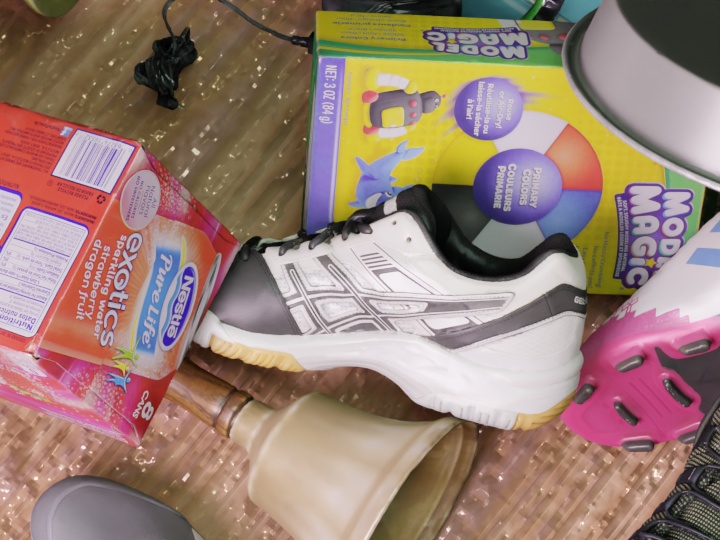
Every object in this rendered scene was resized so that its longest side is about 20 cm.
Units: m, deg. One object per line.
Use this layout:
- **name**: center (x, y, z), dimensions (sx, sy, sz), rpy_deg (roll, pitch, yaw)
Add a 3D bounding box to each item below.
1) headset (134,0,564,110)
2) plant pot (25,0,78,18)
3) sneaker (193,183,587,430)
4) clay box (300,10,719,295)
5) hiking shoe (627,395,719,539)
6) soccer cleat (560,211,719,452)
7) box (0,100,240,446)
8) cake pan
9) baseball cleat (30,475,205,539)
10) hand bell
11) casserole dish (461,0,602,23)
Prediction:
- **headset**: center (-0.003, -0.128, 1.309), dimensions (0.200, 0.094, 0.124), rpy_deg (-20, 104, 17)
- **plant pot**: center (-0.213, -0.219, 1.293), dimensions (0.190, 0.200, 0.200), rpy_deg (7, 74, 9)
- **sneaker**: center (0.000, 0.000, 1.261), dimensions (0.200, 0.076, 0.088), rpy_deg (13, 107, 5)
- **clay box**: center (0.076, -0.049, 1.298), dimensions (0.200, 0.115, 0.048), rpy_deg (2, 32, -3)
- **hiking shoe**: center (0.148, 0.118, 1.228), dimensions (0.076, 0.101, 0.200), rpy_deg (31, 107, 7)
- **soccer cleat**: center (0.167, 0.005, 1.282), dimensions (0.070, 0.200, 0.086), rpy_deg (38, 35, -26)
- **box**: center (-0.165, -0.012, 1.233), dimensions (0.200, 0.095, 0.100), rpy_deg (16, 72, 32)
- **cake pan**: center (0.184, -0.083, 1.227), dimensions (0.200, 0.037, 0.200), rpy_deg (9, 30, -5)
- **baseball cleat**: center (-0.052, 0.152, 1.236), dimensions (0.200, 0.106, 0.070), rpy_deg (45, 62, 2)
- **hand bell**: center (-0.060, 0.059, 1.285), dimensions (0.200, 0.104, 0.104), rpy_deg (30, 74, 17)
- **casserole dish**: center (0.110, -0.144, 1.365), dimensions (0.200, 0.039, 0.121), rpy_deg (34, 74, 5)
